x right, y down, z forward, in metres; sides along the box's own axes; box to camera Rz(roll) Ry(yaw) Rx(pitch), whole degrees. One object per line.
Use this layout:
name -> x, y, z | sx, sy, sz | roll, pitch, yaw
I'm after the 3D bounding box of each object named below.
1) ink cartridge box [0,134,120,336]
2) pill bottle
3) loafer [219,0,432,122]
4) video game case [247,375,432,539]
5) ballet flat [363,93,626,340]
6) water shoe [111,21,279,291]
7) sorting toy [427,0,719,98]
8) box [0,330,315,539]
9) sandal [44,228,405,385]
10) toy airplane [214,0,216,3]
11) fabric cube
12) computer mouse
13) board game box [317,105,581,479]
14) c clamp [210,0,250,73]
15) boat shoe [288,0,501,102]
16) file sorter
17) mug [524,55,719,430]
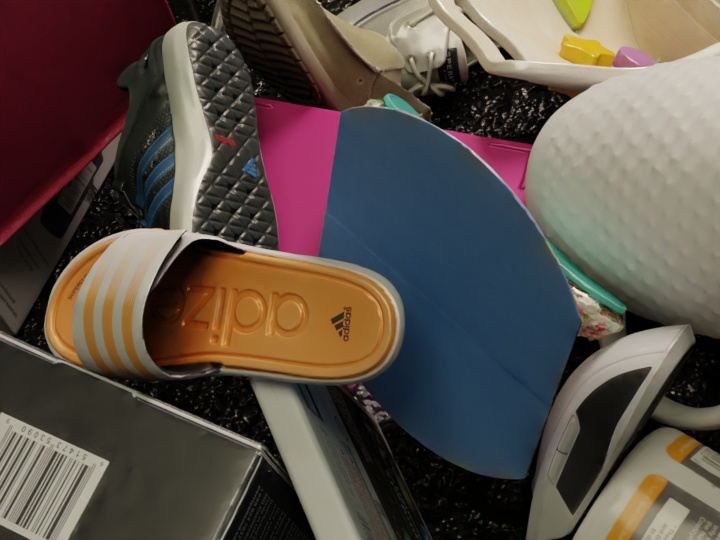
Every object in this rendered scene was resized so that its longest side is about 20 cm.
ink cartridge box -> -0.261, -0.074, 1.030 | 0.144, 0.084, 0.200 | 16, 64, 19
pill bottle -> 0.206, 0.175, 0.750 | 0.200, 0.116, 0.116 | 33, 71, 21
loafer -> -0.017, -0.131, 0.943 | 0.076, 0.200, 0.068 | 24, 72, 40
video game case -> 0.005, 0.131, 0.788 | 0.023, 0.182, 0.200 | -31, 57, 6
ballet flat -> 0.057, -0.016, 0.796 | 0.064, 0.076, 0.200 | -52, 57, 12
water shoe -> -0.096, -0.040, 0.843 | 0.079, 0.071, 0.201 | -25, 57, 36
sorting toy -> 0.139, -0.148, 0.919 | 0.179, 0.107, 0.200 | -2, 38, -26
box -> -0.130, 0.142, 0.798 | 0.199, 0.197, 0.124 | 20, 72, 23
sandal -> -0.079, 0.015, 0.730 | 0.206, 0.059, 0.080 | 1, 82, 27
toy airplane -> -0.098, -0.311, 1.104 | 0.199, 0.141, 0.200 | 29, 70, 27
fabric cube -> -0.258, -0.169, 0.918 | 0.199, 0.200, 0.196 | 36, 70, 26
computer mouse -> 0.105, 0.102, 0.770 | 0.044, 0.110, 0.200 | 34, 112, 16
board game box -> 0.048, 0.008, 0.739 | 0.039, 0.200, 0.158 | -31, 59, -32
c clamp -> -0.087, -0.102, 0.990 | 0.027, 0.171, 0.201 | 11, 75, 3
boat shoe -> 0.045, -0.152, 1.022 | 0.200, 0.071, 0.070 | -29, 54, -14
file sorter -> 0.000, 0.000, 0.902 | 0.199, 0.126, 0.139 | 12, 61, 18
mug -> 0.180, -0.014, 0.800 | 0.175, 0.147, 0.201 | 10, 99, 45
